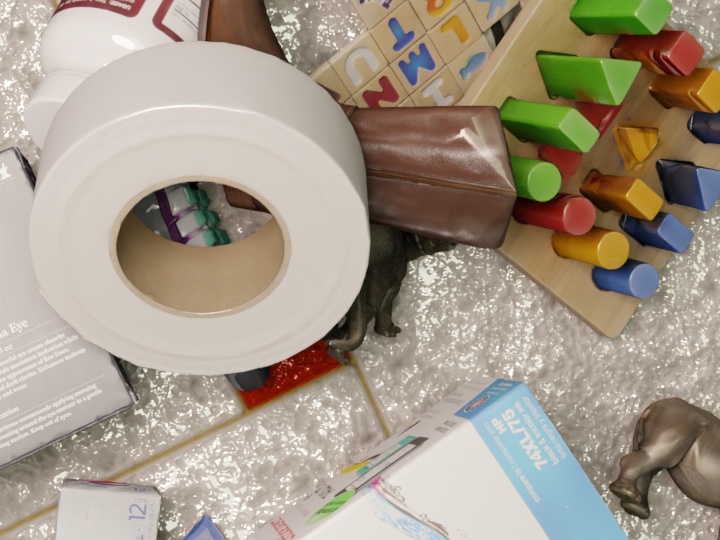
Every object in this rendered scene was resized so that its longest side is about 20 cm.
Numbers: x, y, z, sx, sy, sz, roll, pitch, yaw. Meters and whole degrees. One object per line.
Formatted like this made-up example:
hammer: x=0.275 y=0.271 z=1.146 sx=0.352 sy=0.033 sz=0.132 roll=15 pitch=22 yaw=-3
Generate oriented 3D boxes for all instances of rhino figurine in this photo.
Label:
rhino figurine: x=0.271 y=0.159 z=1.135 sx=0.200 sy=0.060 sz=0.088 roll=27 pitch=73 yaw=-9

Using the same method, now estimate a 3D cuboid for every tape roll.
tape roll: x=-0.095 y=-0.033 z=0.957 sx=0.202 sy=0.071 sz=0.203 roll=-2 pitch=130 yaw=-2

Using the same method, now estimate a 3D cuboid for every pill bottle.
pill bottle: x=-0.136 y=-0.159 z=1.036 sx=0.113 sy=0.113 sz=0.200 roll=27 pitch=62 yaw=-6

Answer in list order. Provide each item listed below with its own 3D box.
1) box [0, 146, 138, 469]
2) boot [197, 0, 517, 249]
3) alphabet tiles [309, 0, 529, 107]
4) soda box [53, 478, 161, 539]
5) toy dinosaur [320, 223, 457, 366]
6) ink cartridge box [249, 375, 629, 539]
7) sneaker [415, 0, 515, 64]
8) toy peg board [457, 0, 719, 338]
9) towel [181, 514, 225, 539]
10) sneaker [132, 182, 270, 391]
box: x=-0.271 y=0.045 z=1.043 sx=0.200 sy=0.104 sz=0.183 roll=-25 pitch=92 yaw=-8
boot: x=0.006 y=-0.104 z=0.986 sx=0.199 sy=0.064 sz=0.187 roll=9 pitch=128 yaw=23
alphabet tiles: x=0.051 y=-0.150 z=1.084 sx=0.200 sy=0.008 sz=0.167 roll=-41 pitch=136 yaw=-3
soda box: x=-0.176 y=0.242 z=1.067 sx=0.068 sy=0.063 sz=0.201 roll=5 pitch=87 yaw=-9
toy dinosaur: x=0.000 y=0.000 z=1.071 sx=0.077 sy=0.200 sz=0.103 roll=19 pitch=109 yaw=19
ink cartridge box: x=0.051 y=0.185 z=1.059 sx=0.200 sy=0.147 sz=0.146 roll=-34 pitch=93 yaw=-9
sneaker: x=0.027 y=-0.192 z=1.084 sx=0.200 sy=0.076 sz=0.088 roll=12 pitch=95 yaw=-32
toy peg board: x=0.176 y=-0.080 z=1.083 sx=0.199 sy=0.098 sz=0.200 roll=37 pitch=83 yaw=-25
towel: x=-0.067 y=0.265 z=1.046 sx=0.024 sy=0.147 sz=0.200 roll=-36 pitch=91 yaw=22
sneaker: x=-0.131 y=-0.002 z=1.092 sx=0.087 sy=0.074 sz=0.200 roll=-25 pitch=83 yaw=8
